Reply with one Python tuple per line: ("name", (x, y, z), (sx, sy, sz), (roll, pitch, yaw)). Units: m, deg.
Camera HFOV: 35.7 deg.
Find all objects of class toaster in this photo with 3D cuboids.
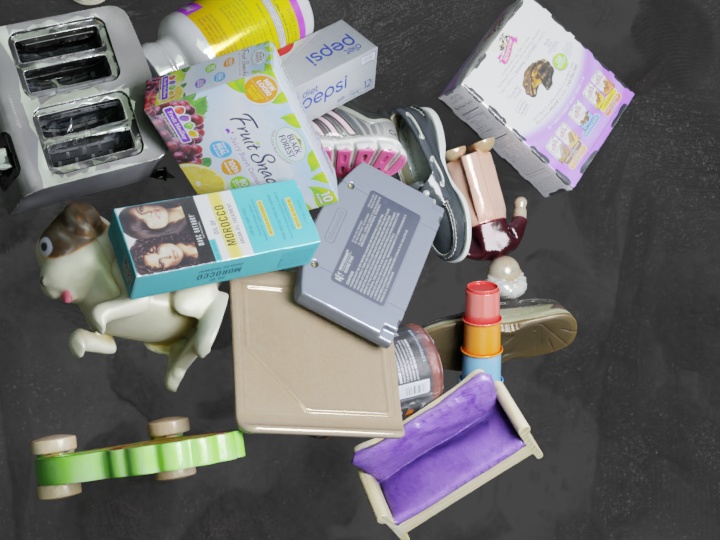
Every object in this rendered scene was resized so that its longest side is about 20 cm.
("toaster", (-0.307, -0.170, 1.194), (0.200, 0.119, 0.181), (-17, 90, -23))

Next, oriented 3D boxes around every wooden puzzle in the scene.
("wooden puzzle", (-0.050, 0.090, 1.200), (0.185, 0.037, 0.200), (6, 57, -22))

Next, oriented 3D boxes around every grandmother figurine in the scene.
("grandmother figurine", (0.157, -0.058, 1.397), (0.121, 0.061, 0.200), (-19, 88, -1))

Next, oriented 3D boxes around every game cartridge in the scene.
("game cartridge", (0.006, -0.023, 1.247), (0.133, 0.042, 0.200), (26, 56, -2))

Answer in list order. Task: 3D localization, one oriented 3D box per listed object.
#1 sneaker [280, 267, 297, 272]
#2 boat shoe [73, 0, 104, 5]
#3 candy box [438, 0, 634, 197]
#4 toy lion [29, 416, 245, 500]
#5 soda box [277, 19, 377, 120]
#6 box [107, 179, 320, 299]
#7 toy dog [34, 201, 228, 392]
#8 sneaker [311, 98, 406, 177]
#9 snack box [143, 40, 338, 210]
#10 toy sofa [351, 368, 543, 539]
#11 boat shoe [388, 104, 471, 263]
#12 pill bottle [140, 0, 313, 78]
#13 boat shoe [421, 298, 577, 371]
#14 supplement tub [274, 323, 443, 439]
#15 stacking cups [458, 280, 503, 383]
("sneaker", (0.000, 0.000, 1.315), (0.200, 0.078, 0.140), (-42, 98, -21))
("boat shoe", (-0.320, -0.400, 1.248), (0.072, 0.065, 0.201), (-10, 87, -24))
("candy box", (0.228, -0.225, 1.440), (0.200, 0.072, 0.168), (41, 71, -13))
("toy lion", (-0.225, 0.190, 1.137), (0.200, 0.192, 0.069), (-6, 85, -22))
("soda box", (-0.077, -0.211, 1.274), (0.200, 0.064, 0.068), (-31, 58, -27))
("box", (-0.149, -0.034, 1.144), (0.200, 0.049, 0.082), (-12, 66, -26))
("toy dog", (-0.246, 0.006, 1.187), (0.200, 0.140, 0.194), (25, 62, -17))
("sneaker", (-0.046, -0.161, 1.324), (0.199, 0.074, 0.088), (2, 54, -6))
("snack box", (-0.121, -0.135, 1.185), (0.142, 0.200, 0.053), (-17, 48, 10))
("toy sofa", (0.095, 0.209, 1.263), (0.200, 0.083, 0.098), (-33, 130, 5))
("boat shoe", (0.077, -0.103, 1.358), (0.060, 0.076, 0.200), (-6, 73, -46))
("pill bottle", (-0.158, -0.264, 1.273), (0.200, 0.104, 0.104), (-35, 96, -22))
("boat shoe", (0.163, 0.075, 1.378), (0.199, 0.065, 0.073), (-4, 116, -6))
("supplement tub", (-0.013, 0.130, 1.277), (0.200, 0.107, 0.107), (-11, 87, -22))
("stacking cups", (0.142, 0.111, 1.329), (0.060, 0.060, 0.201), (-8, 107, -23))
